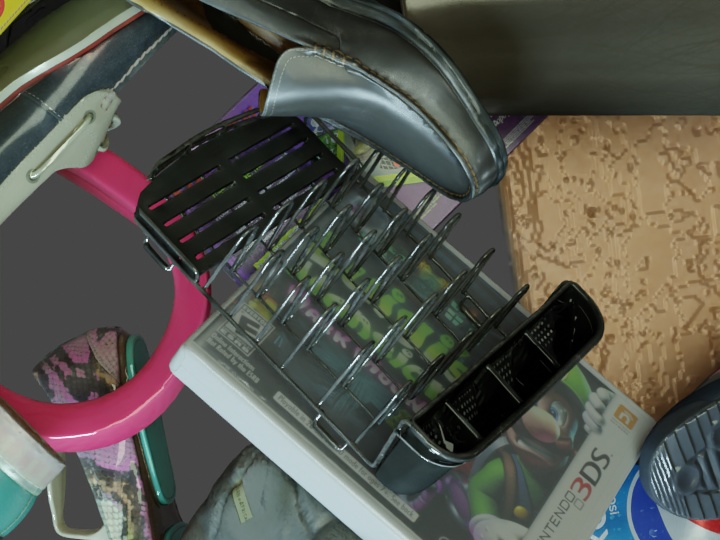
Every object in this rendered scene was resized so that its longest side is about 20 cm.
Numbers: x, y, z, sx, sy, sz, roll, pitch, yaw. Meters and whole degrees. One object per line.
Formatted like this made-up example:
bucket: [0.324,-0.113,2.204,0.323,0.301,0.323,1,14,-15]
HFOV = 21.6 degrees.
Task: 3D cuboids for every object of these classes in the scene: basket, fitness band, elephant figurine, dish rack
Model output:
basket: [0.107,-0.147,0.933,0.198,0.136,0.182,-11,88,-7]
fitness band: [-0.166,0.001,0.923,0.199,0.037,0.144,31,77,12]
elephant figurine: [-0.001,0.165,0.921,0.156,0.199,0.141,-53,54,8]
dish rack: [0.000,0.000,0.863,0.200,0.055,0.153,45,39,9]

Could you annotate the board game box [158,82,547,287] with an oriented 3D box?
board game box: [0.001,-0.069,0.986,0.200,0.032,0.120,-44,99,-9]

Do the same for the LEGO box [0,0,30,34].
LEGO box: [-0.220,-0.153,0.830,0.149,0.077,0.200,44,82,-23]

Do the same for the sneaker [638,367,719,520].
sneaker: [0.209,0.065,0.972,0.199,0.082,0.071,-22,113,-26]

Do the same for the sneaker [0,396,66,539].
sneaker: [-0.230,0.050,0.858,0.200,0.071,0.080,41,82,12]

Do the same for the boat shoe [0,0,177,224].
boat shoe: [-0.152,-0.070,0.893,0.200,0.071,0.063,-42,115,-17]

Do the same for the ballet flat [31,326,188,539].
ballet flat: [-0.116,0.130,0.945,0.070,0.069,0.202,-19,87,9]

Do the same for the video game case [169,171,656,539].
video game case: [0.032,0.059,0.890,0.200,0.023,0.182,40,39,3]

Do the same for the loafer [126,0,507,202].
loafer: [-0.023,-0.092,0.863,0.199,0.073,0.072,39,63,8]

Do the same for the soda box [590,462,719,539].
soda box: [0.157,0.135,0.982,0.198,0.068,0.065,11,85,-9]

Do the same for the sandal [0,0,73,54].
sandal: [-0.183,-0.133,0.942,0.200,0.080,0.058,-32,75,-15]
